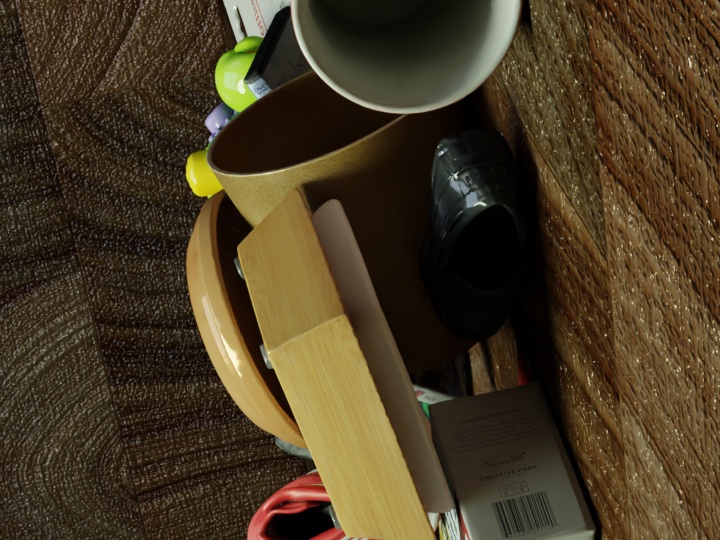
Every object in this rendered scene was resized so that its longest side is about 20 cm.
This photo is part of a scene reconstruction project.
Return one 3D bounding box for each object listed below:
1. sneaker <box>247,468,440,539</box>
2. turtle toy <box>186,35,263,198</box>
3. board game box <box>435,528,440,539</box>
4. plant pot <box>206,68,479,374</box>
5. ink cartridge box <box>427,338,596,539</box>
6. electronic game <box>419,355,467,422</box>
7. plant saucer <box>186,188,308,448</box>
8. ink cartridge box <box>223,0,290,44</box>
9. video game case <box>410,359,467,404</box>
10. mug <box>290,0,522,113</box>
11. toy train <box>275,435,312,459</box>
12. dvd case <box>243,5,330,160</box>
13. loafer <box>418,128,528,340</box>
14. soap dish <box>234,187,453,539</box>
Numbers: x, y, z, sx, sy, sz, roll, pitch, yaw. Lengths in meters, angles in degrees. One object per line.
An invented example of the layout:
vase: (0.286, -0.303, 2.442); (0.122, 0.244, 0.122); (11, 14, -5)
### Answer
sneaker: (-0.046, 0.175, 1.502); (0.200, 0.115, 0.078); (-27, 69, 47)
turtle toy: (-0.072, -0.106, 1.732); (0.200, 0.145, 0.101); (79, -178, -56)
board game box: (0.076, 0.279, 1.607); (0.199, 0.041, 0.200); (6, -114, -57)
plant pot: (0.013, -0.031, 1.504); (0.186, 0.186, 0.200); (-118, 5, -67)
ink cartridge box: (0.101, 0.178, 1.484); (0.200, 0.084, 0.176); (84, 172, -48)
electronic game: (0.048, 0.040, 1.821); (0.200, 0.042, 0.200); (165, 90, -81)
plant saucer: (-0.073, 0.038, 1.530); (0.200, 0.037, 0.200); (56, -159, -34)
ink cartridge box: (-0.048, -0.252, 1.718); (0.200, 0.067, 0.116); (120, 136, -55)
video game case: (0.000, 0.000, 1.627); (0.182, 0.023, 0.200); (21, -133, -47)
mug: (0.032, -0.198, 1.299); (0.133, 0.178, 0.200); (41, -172, -15)
toy train: (-0.016, 0.067, 1.745); (0.114, 0.085, 0.200); (-86, 17, -46)
dvd case: (-0.013, -0.102, 1.637); (0.200, 0.018, 0.143); (51, -156, -17)
loafer: (0.076, -0.009, 1.383); (0.201, 0.068, 0.070); (87, 170, -54)
soap dish: (-0.012, 0.067, 1.386); (0.157, 0.081, 0.200); (-112, 0, -55)
